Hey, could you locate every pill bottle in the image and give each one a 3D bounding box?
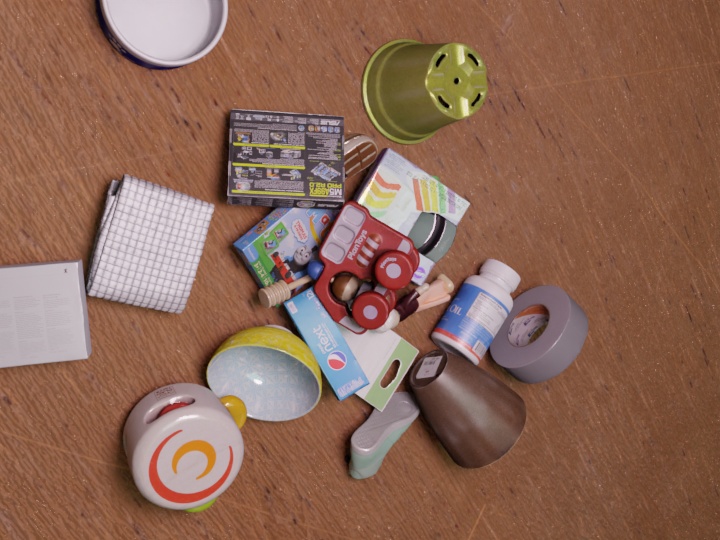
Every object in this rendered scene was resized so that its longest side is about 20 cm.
[{"bbox_3d":[0.238,0.081,1.569,0.112,0.112,0.200,39,76,-25],"label":"pill bottle"}]

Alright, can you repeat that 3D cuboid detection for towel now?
[{"bbox_3d":[-0.349,-0.042,1.273,0.165,0.086,0.201,15,90,-26],"label":"towel"}]

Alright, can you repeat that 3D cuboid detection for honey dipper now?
[{"bbox_3d":[-0.091,0.015,1.395,0.199,0.038,0.038,-24,106,-34],"label":"honey dipper"}]

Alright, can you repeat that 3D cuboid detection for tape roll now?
[{"bbox_3d":[0.362,0.129,1.588,0.066,0.200,0.201,40,77,-26],"label":"tape roll"}]

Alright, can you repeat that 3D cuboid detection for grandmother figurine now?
[{"bbox_3d":[0.096,0.066,1.484,0.200,0.061,0.122,-26,152,-40],"label":"grandmother figurine"}]

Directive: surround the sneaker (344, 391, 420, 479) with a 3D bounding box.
[{"bbox_3d":[0.042,0.324,1.529,0.200,0.074,0.119,-33,146,-41],"label":"sneaker"}]

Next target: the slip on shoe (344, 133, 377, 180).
[{"bbox_3d":[-0.064,-0.187,1.420,0.200,0.061,0.076,-35,133,-1],"label":"slip on shoe"}]

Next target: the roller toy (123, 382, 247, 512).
[{"bbox_3d":[-0.297,0.286,1.298,0.182,0.140,0.201,28,93,-30],"label":"roller toy"}]

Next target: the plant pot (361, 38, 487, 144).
[{"bbox_3d":[0.130,-0.338,1.431,0.199,0.184,0.202,-3,97,-27],"label":"plant pot"}]

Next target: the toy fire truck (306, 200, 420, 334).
[{"bbox_3d":[0.000,0.000,1.348,0.168,0.112,0.201,31,106,3],"label":"toy fire truck"}]

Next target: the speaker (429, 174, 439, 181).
[{"bbox_3d":[0.103,-0.084,1.499,0.088,0.088,0.201,6,92,-27],"label":"speaker"}]

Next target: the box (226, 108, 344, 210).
[{"bbox_3d":[-0.127,-0.190,1.334,0.199,0.044,0.161,1,75,-10],"label":"box"}]

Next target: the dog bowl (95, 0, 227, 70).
[{"bbox_3d":[-0.320,-0.428,1.250,0.199,0.079,0.201,-3,97,-27],"label":"dog bowl"}]

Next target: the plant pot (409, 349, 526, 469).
[{"bbox_3d":[0.191,0.251,1.518,0.200,0.187,0.187,46,75,-23],"label":"plant pot"}]

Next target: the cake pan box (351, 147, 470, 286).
[{"bbox_3d":[0.079,-0.094,1.423,0.200,0.052,0.185,33,88,-15],"label":"cake pan box"}]

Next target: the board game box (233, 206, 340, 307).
[{"bbox_3d":[-0.113,-0.052,1.391,0.200,0.037,0.152,-43,134,-18],"label":"board game box"}]

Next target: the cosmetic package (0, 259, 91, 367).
[{"bbox_3d":[-0.523,0.067,1.185,0.199,0.052,0.152,-5,99,-11],"label":"cosmetic package"}]

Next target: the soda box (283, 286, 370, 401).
[{"bbox_3d":[-0.062,0.132,1.392,0.064,0.068,0.201,-29,86,-9],"label":"soda box"}]

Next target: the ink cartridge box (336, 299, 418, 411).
[{"bbox_3d":[-0.002,0.156,1.488,0.200,0.048,0.146,39,77,-25],"label":"ink cartridge box"}]

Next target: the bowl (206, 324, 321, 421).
[{"bbox_3d":[-0.159,0.160,1.362,0.200,0.200,0.108,39,36,-25],"label":"bowl"}]
